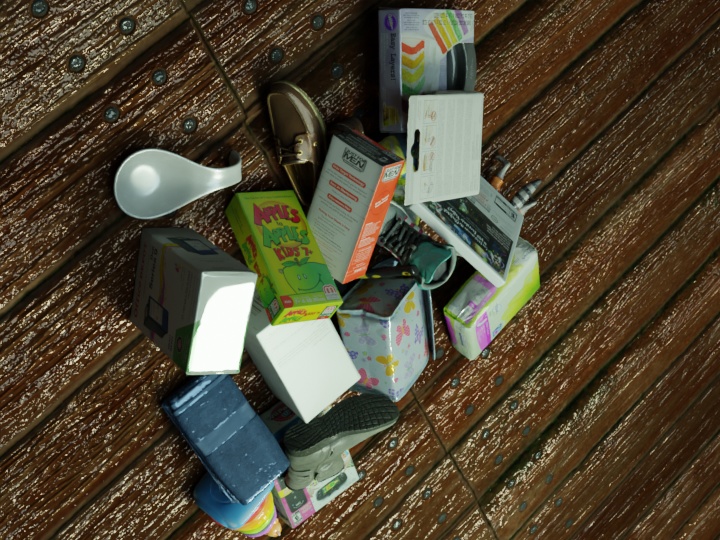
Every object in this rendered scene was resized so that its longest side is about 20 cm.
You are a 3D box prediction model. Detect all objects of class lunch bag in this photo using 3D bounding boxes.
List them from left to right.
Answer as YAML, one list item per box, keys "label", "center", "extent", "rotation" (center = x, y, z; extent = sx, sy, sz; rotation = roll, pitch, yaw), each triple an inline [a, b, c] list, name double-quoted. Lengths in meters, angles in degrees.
- label: "lunch bag"
  center: [0.058, 0.087, 1.733]
  extent: [0.200, 0.126, 0.171]
  rotation: [-46, 137, -50]

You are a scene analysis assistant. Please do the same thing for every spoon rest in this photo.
- label: "spoon rest"
  center: [-0.247, -0.129, 1.455]
  extent: [0.199, 0.061, 0.100]
  rotation: [-16, 117, -33]

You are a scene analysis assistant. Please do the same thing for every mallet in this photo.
- label: "mallet"
  center: [0.000, 0.000, 1.622]
  extent: [0.066, 0.199, 0.041]
  rotation: [40, 57, -32]

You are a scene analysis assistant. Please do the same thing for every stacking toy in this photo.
- label: "stacking toy"
  center: [-0.178, 0.391, 1.716]
  extent: [0.110, 0.116, 0.200]
  rotation: [-50, 144, -17]

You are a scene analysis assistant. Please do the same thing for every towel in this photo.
- label: "towel"
  center: [-0.203, 0.250, 1.603]
  extent: [0.111, 0.049, 0.200]
  rotation: [-37, 94, -22]

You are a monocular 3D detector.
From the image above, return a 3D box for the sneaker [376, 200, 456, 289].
- label: "sneaker"
  center: [0.078, -0.036, 1.610]
  extent: [0.200, 0.121, 0.084]
  rotation: [36, 91, -41]

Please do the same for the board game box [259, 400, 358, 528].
- label: "board game box"
  center: [-0.100, 0.308, 1.752]
  extent: [0.147, 0.064, 0.201]
  rotation: [-34, 125, -23]

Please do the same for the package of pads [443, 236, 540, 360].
- label: "package of pads"
  center: [0.235, 0.046, 1.867]
  extent: [0.200, 0.068, 0.155]
  rotation: [-47, 154, -13]

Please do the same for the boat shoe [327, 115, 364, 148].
- label: "boat shoe"
  center: [-0.009, -0.140, 1.628]
  extent: [0.070, 0.070, 0.201]
  rotation: [-49, 143, -44]

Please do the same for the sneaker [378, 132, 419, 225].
- label: "sneaker"
  center: [0.071, -0.148, 1.685]
  extent: [0.201, 0.075, 0.105]
  rotation: [81, 32, -51]

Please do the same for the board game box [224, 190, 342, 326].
- label: "board game box"
  center: [-0.112, -0.021, 1.521]
  extent: [0.101, 0.201, 0.048]
  rotation: [-6, 150, -36]

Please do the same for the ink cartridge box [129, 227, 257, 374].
- label: "ink cartridge box"
  center: [-0.235, 0.038, 1.444]
  extent: [0.087, 0.200, 0.146]
  rotation: [1, 109, -34]

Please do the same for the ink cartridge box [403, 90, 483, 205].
- label: "ink cartridge box"
  center: [0.113, -0.187, 1.578]
  extent: [0.199, 0.050, 0.162]
  rotation: [-13, 109, -48]

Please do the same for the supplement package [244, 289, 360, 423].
- label: "supplement package"
  center: [-0.106, 0.114, 1.628]
  extent: [0.117, 0.117, 0.201]
  rotation: [-38, 127, -18]

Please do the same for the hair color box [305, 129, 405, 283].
- label: "hair color box"
  center: [-0.017, -0.093, 1.543]
  extent: [0.061, 0.101, 0.201]
  rotation: [-22, 140, -50]

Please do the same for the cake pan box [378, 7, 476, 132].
- label: "cake pan box"
  center: [0.105, -0.310, 1.621]
  extent: [0.199, 0.052, 0.185]
  rotation: [-12, 108, -48]

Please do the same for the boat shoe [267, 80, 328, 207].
- label: "boat shoe"
  center: [-0.089, -0.182, 1.536]
  extent: [0.068, 0.072, 0.201]
  rotation: [-59, 140, -40]

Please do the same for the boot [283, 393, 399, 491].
- label: "boot"
  center: [-0.035, 0.277, 1.688]
  extent: [0.199, 0.068, 0.131]
  rotation: [-18, 141, -15]

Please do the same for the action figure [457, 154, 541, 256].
- label: "action figure"
  center: [0.216, -0.105, 1.801]
  extent: [0.194, 0.104, 0.200]
  rotation: [-54, 135, -20]

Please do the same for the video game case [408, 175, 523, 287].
- label: "video game case"
  center: [0.175, -0.094, 1.693]
  extent: [0.200, 0.023, 0.182]
  rotation: [41, 40, -15]
